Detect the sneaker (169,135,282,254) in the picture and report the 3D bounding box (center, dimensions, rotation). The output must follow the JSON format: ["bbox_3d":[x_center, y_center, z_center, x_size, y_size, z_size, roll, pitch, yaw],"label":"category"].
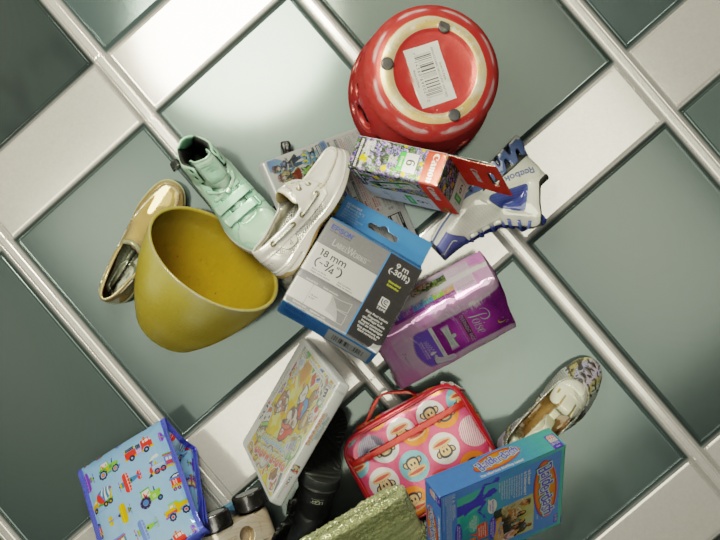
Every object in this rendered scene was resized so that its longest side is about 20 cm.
[{"bbox_3d":[-0.185,-0.103,1.424,0.074,0.118,0.200,-43,66,-3],"label":"sneaker"}]

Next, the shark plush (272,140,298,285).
[{"bbox_3d":[-0.102,-0.081,1.479,0.083,0.091,0.201,-9,100,43],"label":"shark plush"}]

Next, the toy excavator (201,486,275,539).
[{"bbox_3d":[-0.236,0.400,1.491,0.194,0.200,0.100,-22,90,-41],"label":"toy excavator"}]

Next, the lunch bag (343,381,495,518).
[{"bbox_3d":[0.080,0.250,1.478,0.199,0.082,0.177,-30,86,2],"label":"lunch bag"}]

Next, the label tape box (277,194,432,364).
[{"bbox_3d":[0.000,0.000,1.385,0.144,0.063,0.201,30,69,0],"label":"label tape box"}]

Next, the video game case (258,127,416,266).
[{"bbox_3d":[-0.025,-0.086,1.456,0.182,0.022,0.201,-24,91,-27],"label":"video game case"}]

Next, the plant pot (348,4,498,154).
[{"bbox_3d":[0.089,-0.251,1.397,0.199,0.182,0.202,0,88,-7],"label":"plant pot"}]

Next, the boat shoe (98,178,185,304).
[{"bbox_3d":[-0.313,-0.039,1.486,0.071,0.076,0.201,26,93,2],"label":"boat shoe"}]

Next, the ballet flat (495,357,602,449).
[{"bbox_3d":[0.273,0.207,1.469,0.072,0.072,0.200,43,93,1],"label":"ballet flat"}]

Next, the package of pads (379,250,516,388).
[{"bbox_3d":[0.110,0.071,1.447,0.199,0.076,0.121,-28,133,4],"label":"package of pads"}]

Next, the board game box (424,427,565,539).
[{"bbox_3d":[0.185,0.316,1.418,0.199,0.045,0.153,-17,124,-21],"label":"board game box"}]

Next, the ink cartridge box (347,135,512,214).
[{"bbox_3d":[0.093,-0.120,1.383,0.199,0.109,0.051,16,79,25],"label":"ink cartridge box"}]

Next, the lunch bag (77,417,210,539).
[{"bbox_3d":[-0.293,0.332,1.433,0.150,0.200,0.094,-32,132,4],"label":"lunch bag"}]

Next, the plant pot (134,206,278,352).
[{"bbox_3d":[-0.235,0.031,1.445,0.200,0.200,0.142,38,118,1],"label":"plant pot"}]

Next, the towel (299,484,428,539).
[{"bbox_3d":[-0.005,0.378,1.402,0.199,0.037,0.149,-31,129,-5],"label":"towel"}]

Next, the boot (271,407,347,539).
[{"bbox_3d":[-0.074,0.300,1.459,0.076,0.200,0.169,13,118,-10],"label":"boot"}]

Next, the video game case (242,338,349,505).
[{"bbox_3d":[-0.094,0.201,1.426,0.023,0.200,0.183,29,93,-22],"label":"video game case"}]

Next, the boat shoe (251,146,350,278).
[{"bbox_3d":[-0.079,-0.090,1.374,0.069,0.071,0.201,37,68,-28],"label":"boat shoe"}]

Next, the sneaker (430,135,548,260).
[{"bbox_3d":[0.195,-0.080,1.457,0.115,0.081,0.200,41,92,3],"label":"sneaker"}]
